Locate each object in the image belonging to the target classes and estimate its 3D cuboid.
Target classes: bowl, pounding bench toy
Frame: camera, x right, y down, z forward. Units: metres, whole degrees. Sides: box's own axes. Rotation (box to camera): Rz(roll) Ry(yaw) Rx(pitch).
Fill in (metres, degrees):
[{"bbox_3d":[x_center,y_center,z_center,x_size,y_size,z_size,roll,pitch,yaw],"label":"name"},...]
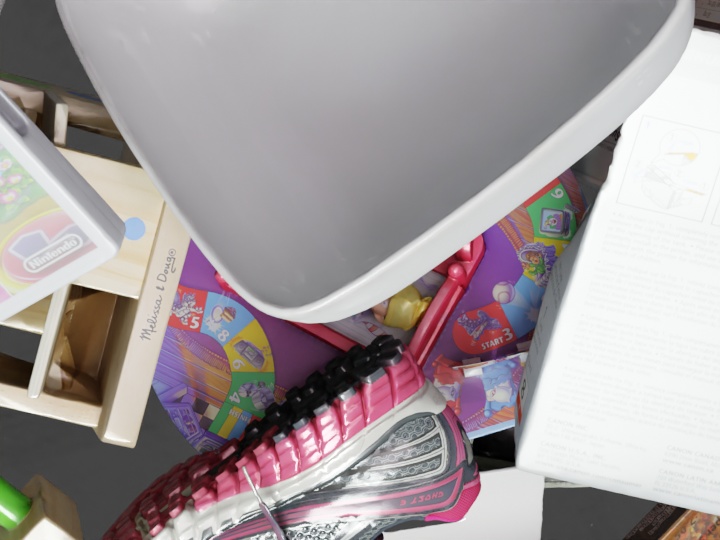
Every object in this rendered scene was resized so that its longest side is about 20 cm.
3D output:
[{"bbox_3d":[0.010,-0.093,0.844,0.200,0.075,0.200,-38,64,8],"label":"bowl"},{"bbox_3d":[-0.166,0.017,0.927,0.155,0.124,0.201,13,96,-16],"label":"pounding bench toy"}]

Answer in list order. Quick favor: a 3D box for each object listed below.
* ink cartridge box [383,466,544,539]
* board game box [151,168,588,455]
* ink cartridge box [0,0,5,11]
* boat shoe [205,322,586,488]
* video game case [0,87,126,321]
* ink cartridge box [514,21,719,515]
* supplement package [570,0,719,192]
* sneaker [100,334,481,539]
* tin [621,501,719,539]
[{"bbox_3d":[0.035,0.191,1.009,0.115,0.068,0.201,-8,119,-13],"label":"ink cartridge box"},{"bbox_3d":[0.000,0.000,0.970,0.199,0.039,0.159,-16,81,1],"label":"board game box"},{"bbox_3d":[-0.189,-0.151,0.845,0.146,0.200,0.086,18,134,-8],"label":"ink cartridge box"},{"bbox_3d":[0.031,0.056,1.016,0.199,0.064,0.071,6,98,-15],"label":"boat shoe"},{"bbox_3d":[-0.195,-0.048,0.783,0.143,0.018,0.200,-27,119,25],"label":"video game case"},{"bbox_3d":[0.158,0.004,0.901,0.162,0.050,0.201,13,116,-3],"label":"ink cartridge box"},{"bbox_3d":[0.208,-0.039,0.997,0.200,0.156,0.111,28,92,-17],"label":"supplement package"},{"bbox_3d":[-0.045,0.110,0.937,0.200,0.081,0.075,-33,101,20],"label":"sneaker"},{"bbox_3d":[0.182,0.143,1.084,0.200,0.042,0.112,-45,103,-4],"label":"tin"}]
